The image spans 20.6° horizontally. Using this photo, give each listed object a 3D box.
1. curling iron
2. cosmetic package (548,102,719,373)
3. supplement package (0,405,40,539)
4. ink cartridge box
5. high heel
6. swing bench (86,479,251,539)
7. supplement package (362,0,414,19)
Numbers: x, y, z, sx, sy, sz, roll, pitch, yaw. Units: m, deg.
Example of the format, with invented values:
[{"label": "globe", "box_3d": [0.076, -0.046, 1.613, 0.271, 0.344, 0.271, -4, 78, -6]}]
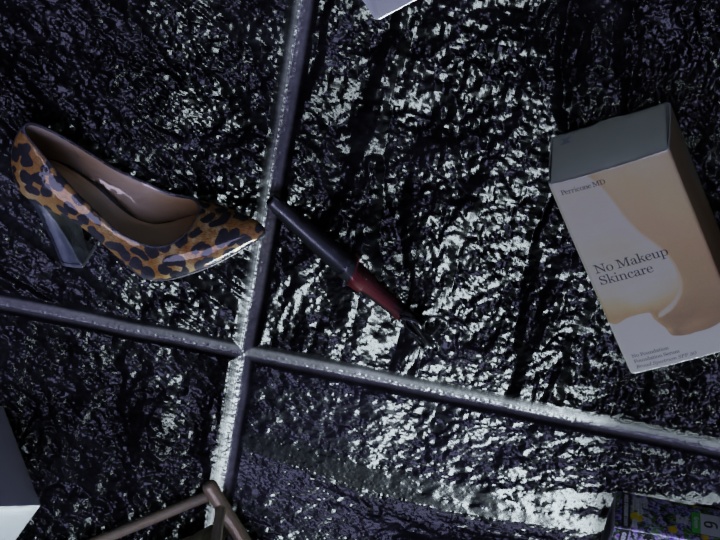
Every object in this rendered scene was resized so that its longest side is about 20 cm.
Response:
[{"label": "curling iron", "box_3d": [0.000, 0.000, 1.649, 0.200, 0.026, 0.050, 41, 158, -16]}, {"label": "cosmetic package", "box_3d": [0.230, -0.023, 1.574, 0.105, 0.071, 0.201, -17, 122, 20]}, {"label": "supplement package", "box_3d": [-0.397, 0.227, 1.793, 0.117, 0.117, 0.200, 4, 137, -40]}, {"label": "ink cartridge box", "box_3d": [0.316, 0.272, 1.791, 0.199, 0.050, 0.109, 11, 127, 1]}, {"label": "high heel", "box_3d": [-0.184, -0.063, 1.600, 0.199, 0.072, 0.143, -2, 133, 20]}, {"label": "swing bench", "box_3d": [-0.169, 0.333, 1.861, 0.198, 0.130, 0.200, -23, 125, 22]}, {"label": "supplement package", "box_3d": [0.052, -0.317, 1.337, 0.199, 0.147, 0.192, -24, 120, 23]}]
